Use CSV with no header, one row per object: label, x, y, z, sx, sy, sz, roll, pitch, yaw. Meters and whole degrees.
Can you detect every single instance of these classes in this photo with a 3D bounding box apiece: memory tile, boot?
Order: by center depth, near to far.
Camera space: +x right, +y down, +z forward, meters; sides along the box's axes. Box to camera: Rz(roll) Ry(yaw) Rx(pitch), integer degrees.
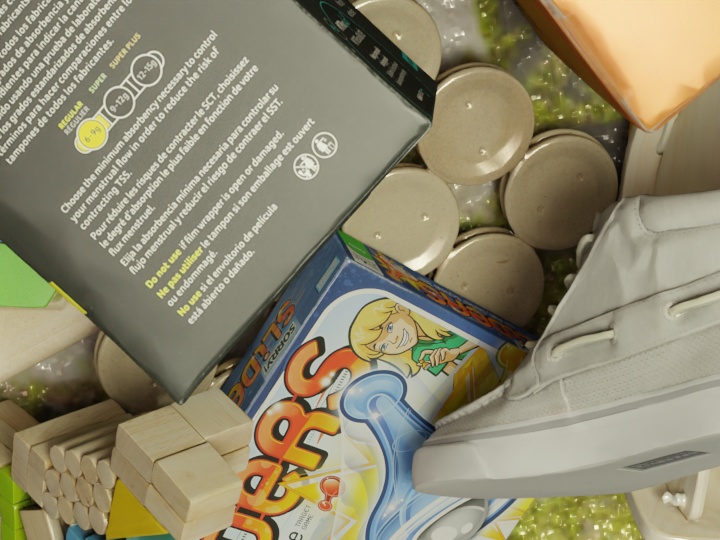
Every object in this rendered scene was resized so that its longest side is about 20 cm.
boot,0.094,0.027,0.805,0.073,0.199,0.096,11,70,-42
memory tile,0.000,0.000,0.877,0.153,0.017,0.201,33,101,-26

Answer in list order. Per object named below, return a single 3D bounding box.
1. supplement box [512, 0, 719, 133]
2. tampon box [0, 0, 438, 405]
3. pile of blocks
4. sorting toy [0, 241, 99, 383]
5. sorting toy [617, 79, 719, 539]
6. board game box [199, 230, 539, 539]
supplement box,0.088,-0.108,0.778,0.069,0.200,0.067,-40,104,3
tampon box,-0.087,-0.079,0.754,0.200,0.150,0.126,42,100,-4
pile of blocks,-0.092,0.088,0.842,0.062,0.199,0.083,-18,98,-36
sorting toy,-0.125,-0.066,0.858,0.199,0.036,0.186,-29,105,4
sorting toy,0.197,0.002,0.874,0.178,0.107,0.202,4,105,-13
board game box,-0.010,0.097,0.889,0.135,0.034,0.201,27,104,-26
